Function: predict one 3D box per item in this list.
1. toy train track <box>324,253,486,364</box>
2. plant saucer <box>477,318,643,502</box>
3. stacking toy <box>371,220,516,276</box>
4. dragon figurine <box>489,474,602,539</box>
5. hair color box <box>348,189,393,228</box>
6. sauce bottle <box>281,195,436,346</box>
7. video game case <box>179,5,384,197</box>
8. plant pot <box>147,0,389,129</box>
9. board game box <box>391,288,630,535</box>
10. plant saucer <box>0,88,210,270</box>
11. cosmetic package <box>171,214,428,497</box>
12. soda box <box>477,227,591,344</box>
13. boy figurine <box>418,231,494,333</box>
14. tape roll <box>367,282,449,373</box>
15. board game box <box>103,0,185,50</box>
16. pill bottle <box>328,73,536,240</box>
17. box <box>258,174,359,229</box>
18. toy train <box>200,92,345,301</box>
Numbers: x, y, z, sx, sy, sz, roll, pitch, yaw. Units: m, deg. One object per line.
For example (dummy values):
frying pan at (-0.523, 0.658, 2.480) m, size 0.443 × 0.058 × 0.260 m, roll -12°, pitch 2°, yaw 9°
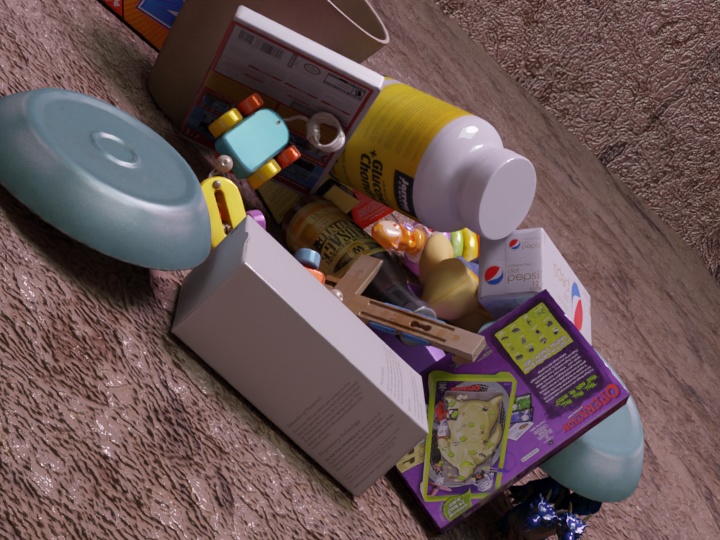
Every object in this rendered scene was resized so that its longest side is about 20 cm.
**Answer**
toy train track at (0.018, 0.047, 1.400) m, size 0.199 × 0.115 × 0.033 m, roll 17°, pitch -40°, yaw 30°
plant saucer at (0.188, 0.113, 1.448) m, size 0.199 × 0.036 × 0.201 m, roll 31°, pitch 33°, yaw -23°
stacking toy at (0.088, -0.023, 1.841) m, size 0.199 × 0.110 × 0.116 m, roll 19°, pitch 32°, yaw -39°
dragon figurine at (0.178, 0.201, 1.445) m, size 0.059 × 0.099 × 0.200 m, roll 50°, pitch 34°, yaw -1°
hair color box at (-0.014, -0.132, 1.716) m, size 0.102 × 0.061 × 0.200 m, roll 56°, pitch -9°, yaw 24°
sauce bottle at (0.000, 0.000, 1.494) m, size 0.066 × 0.066 × 0.200 m, roll 31°, pitch 7°, yaw -47°
video game case at (-0.076, -0.148, 1.471) m, size 0.142 × 0.200 × 0.018 m, roll 26°, pitch 57°, yaw -8°
plant pot at (-0.108, -0.222, 1.570) m, size 0.187 × 0.200 × 0.188 m, roll 44°, pitch 16°, yaw -16°
board game box at (0.112, 0.117, 1.361) m, size 0.120 × 0.199 × 0.032 m, roll 52°, pitch -14°, yaw 23°
plant saucer at (-0.190, -0.078, 1.204) m, size 0.199 × 0.036 × 0.200 m, roll 30°, pitch 22°, yaw -13°
cosmetic package at (-0.044, 0.065, 1.252) m, size 0.200 × 0.085 × 0.108 m, roll 43°, pitch 15°, yaw -14°
soda box at (0.171, 0.027, 1.559) m, size 0.200 × 0.063 × 0.069 m, roll 45°, pitch 44°, yaw -61°
boy figurine at (0.099, 0.013, 1.568) m, size 0.125 × 0.064 × 0.200 m, roll 61°, pitch 15°, yaw 11°
tape roll at (0.086, 0.108, 1.542) m, size 0.200 × 0.066 × 0.200 m, roll 44°, pitch 15°, yaw -15°
board game box at (-0.151, -0.341, 1.744) m, size 0.200 × 0.200 × 0.200 m, roll 39°, pitch 17°, yaw -27°
pill bottle at (0.063, -0.103, 1.510) m, size 0.199 × 0.113 × 0.112 m, roll 29°, pitch 1°, yaw 37°
box at (-0.081, -0.122, 1.639) m, size 0.050 × 0.075 × 0.200 m, roll 30°, pitch 22°, yaw -53°
toy train at (-0.082, -0.050, 1.408) m, size 0.149 × 0.056 × 0.201 m, roll 18°, pitch 66°, yaw -24°
